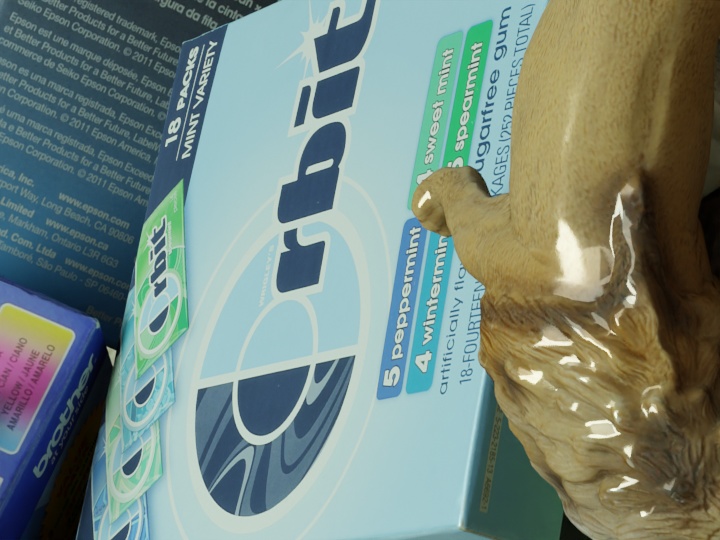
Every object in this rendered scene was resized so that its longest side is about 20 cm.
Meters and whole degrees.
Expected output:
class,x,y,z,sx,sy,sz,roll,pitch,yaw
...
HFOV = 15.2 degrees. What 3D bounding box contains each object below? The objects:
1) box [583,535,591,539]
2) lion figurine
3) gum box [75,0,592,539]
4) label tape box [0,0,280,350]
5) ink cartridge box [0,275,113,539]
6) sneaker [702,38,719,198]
class,x,y,z,sx,sy,sz,roll,pitch,yaw
box,0.074,0.040,0.686,0.200,0.050,0.075,28,93,60
lion figurine,0.055,-0.038,0.568,0.123,0.072,0.201,-122,25,-62
gum box,0.000,0.000,0.735,0.200,0.044,0.170,-15,61,57
label tape box,-0.066,-0.077,0.897,0.200,0.143,0.066,-64,31,3
ink cartridge box,-0.133,0.081,0.837,0.200,0.076,0.137,82,-149,-68
sneaker,0.063,-0.090,0.780,0.080,0.070,0.201,-48,35,32
